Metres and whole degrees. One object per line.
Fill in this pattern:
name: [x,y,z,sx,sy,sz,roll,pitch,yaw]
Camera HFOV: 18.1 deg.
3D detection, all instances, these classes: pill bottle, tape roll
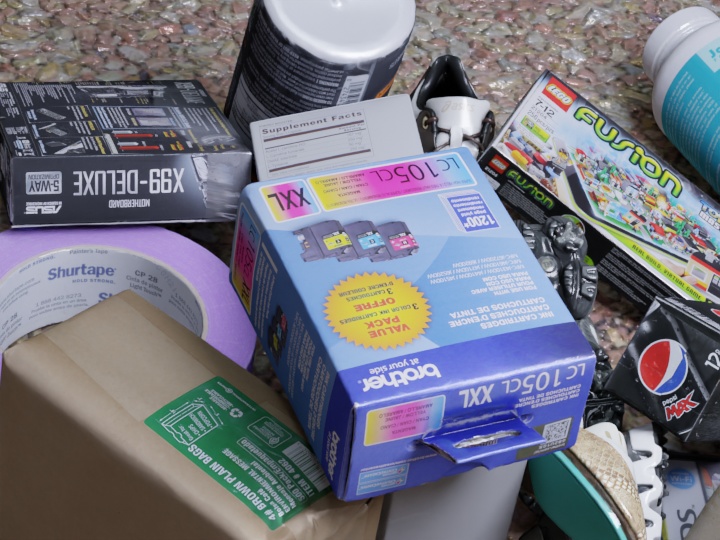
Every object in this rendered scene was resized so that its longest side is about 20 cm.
pill bottle: [0.288,-0.111,1.665,0.110,0.111,0.200,-13,45,-25]
tape roll: [-0.167,0.053,1.418,0.199,0.066,0.200,5,41,-4]
pill bottle: [-0.035,-0.126,1.543,0.106,0.200,0.107,7,57,-11]

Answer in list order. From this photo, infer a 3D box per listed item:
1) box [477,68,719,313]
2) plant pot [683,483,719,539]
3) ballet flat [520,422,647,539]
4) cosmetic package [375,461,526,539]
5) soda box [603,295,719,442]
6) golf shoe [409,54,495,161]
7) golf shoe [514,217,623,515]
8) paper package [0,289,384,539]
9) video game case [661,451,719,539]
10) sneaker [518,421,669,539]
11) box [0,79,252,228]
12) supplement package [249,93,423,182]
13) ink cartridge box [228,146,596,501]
box: [0.179,-0.043,1.567,0.200,0.035,0.110,38,43,-2]
plant pot: [0.333,0.125,1.309,0.200,0.177,0.199,37,47,27]
ballet flat: [0.112,0.101,1.299,0.065,0.071,0.200,-26,36,-25]
cosmetic package: [0.029,0.117,1.275,0.107,0.201,0.090,-20,48,-31]
soda box: [0.228,0.063,1.410,0.063,0.071,0.200,34,12,27]
golf shoe: [0.059,-0.071,1.587,0.077,0.095,0.200,1,42,-12]
golf shoe: [0.120,0.069,1.445,0.077,0.095,0.201,4,65,-7]
paper package: [-0.101,0.139,1.232,0.200,0.191,0.103,35,46,25]
video game case: [0.280,0.189,1.378,0.199,0.026,0.181,5,40,-5]
sneaker: [0.136,0.181,1.317,0.090,0.067,0.201,0,58,5]
box: [-0.169,-0.083,1.534,0.157,0.050,0.200,-2,19,-15]
supplement package: [0.000,0.000,1.446,0.109,0.114,0.200,-10,48,-1]
ink cartridge box: [0.030,0.035,1.166,0.136,0.077,0.200,-12,48,-19]
